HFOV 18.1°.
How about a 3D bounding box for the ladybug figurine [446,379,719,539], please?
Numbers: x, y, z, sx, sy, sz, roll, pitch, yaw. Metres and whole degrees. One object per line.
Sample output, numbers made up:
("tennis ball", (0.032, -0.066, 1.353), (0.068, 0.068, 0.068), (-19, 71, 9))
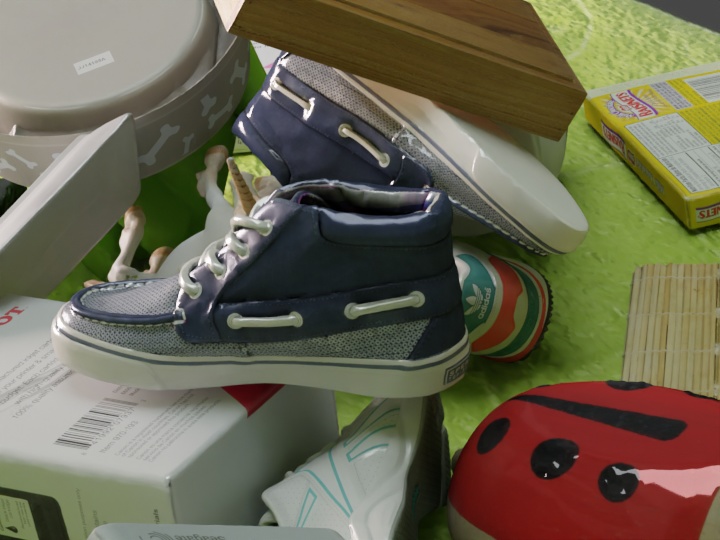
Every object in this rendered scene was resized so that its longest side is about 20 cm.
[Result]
("ladybug figurine", (0.123, 0.098, 1.011), (0.200, 0.072, 0.136), (9, 31, 33))

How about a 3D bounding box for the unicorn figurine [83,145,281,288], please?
("unicorn figurine", (-0.085, -0.010, 1.238), (0.074, 0.200, 0.137), (24, 31, -18))

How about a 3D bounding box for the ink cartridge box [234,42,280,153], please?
("ink cartridge box", (-0.038, -0.143, 1.609), (0.196, 0.043, 0.200), (-6, 27, 7))

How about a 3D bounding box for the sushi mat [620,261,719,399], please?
("sushi mat", (0.184, 0.042, 1.177), (0.096, 0.012, 0.200), (-2, 27, 11))

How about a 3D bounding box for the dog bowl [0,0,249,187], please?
("dog bowl", (-0.155, -0.126, 1.321), (0.200, 0.059, 0.200), (-7, 46, 8))

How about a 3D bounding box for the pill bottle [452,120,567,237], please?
("pill bottle", (0.067, -0.085, 1.332), (0.112, 0.112, 0.200), (-5, 15, 8))

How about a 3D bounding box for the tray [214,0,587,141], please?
("tray", (0.015, -0.134, 1.185), (0.200, 0.037, 0.099), (17, 29, -28))

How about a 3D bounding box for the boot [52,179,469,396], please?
("boot", (-0.050, 0.002, 1.042), (0.200, 0.090, 0.073), (1, 26, 13))

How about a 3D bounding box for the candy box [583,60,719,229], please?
("candy box", (0.217, -0.082, 1.412), (0.102, 0.026, 0.200), (-15, 25, -7))

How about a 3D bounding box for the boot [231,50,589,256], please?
("boot", (0.025, -0.051, 1.202), (0.200, 0.090, 0.073), (42, 18, 23))

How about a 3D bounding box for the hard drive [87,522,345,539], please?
("hard drive", (-0.004, 0.162, 0.856), (0.132, 0.027, 0.200), (8, 24, -43))

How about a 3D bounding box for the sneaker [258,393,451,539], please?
("sneaker", (-0.004, 0.102, 1.051), (0.080, 0.070, 0.200), (-5, 26, 16))

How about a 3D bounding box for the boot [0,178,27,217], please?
("boot", (-0.301, -0.007, 1.365), (0.168, 0.076, 0.200), (-2, 19, 6))

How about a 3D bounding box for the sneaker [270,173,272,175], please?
("sneaker", (-0.014, -0.122, 1.472), (0.076, 0.092, 0.200), (19, 70, -6))

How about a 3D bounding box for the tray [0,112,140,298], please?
("tray", (-0.191, 0.002, 1.208), (0.022, 0.107, 0.200), (37, 71, 12))

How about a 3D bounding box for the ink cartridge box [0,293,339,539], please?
("ink cartridge box", (-0.131, 0.087, 1.104), (0.200, 0.083, 0.145), (7, 29, 29))

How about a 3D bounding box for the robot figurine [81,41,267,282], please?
("robot figurine", (-0.135, -0.088, 1.404), (0.175, 0.116, 0.200), (-24, 38, 29))

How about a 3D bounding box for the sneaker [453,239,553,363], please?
("sneaker", (0.000, 0.000, 1.219), (0.200, 0.070, 0.093), (13, -4, 34))
